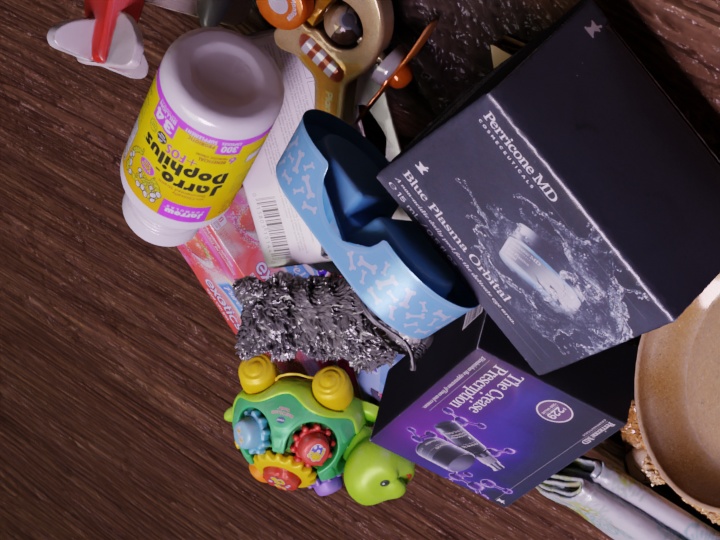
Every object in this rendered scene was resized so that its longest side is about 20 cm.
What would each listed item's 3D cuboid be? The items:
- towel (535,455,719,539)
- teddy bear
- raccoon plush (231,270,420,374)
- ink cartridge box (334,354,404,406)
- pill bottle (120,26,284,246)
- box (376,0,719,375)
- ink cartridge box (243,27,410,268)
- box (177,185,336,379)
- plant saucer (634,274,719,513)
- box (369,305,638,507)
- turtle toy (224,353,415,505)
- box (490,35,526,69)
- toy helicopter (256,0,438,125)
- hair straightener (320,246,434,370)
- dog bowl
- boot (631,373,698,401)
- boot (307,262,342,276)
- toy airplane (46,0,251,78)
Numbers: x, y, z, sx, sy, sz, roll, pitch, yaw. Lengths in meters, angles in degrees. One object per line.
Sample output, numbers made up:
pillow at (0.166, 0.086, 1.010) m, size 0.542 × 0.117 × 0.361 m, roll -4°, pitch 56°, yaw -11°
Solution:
towel at (0.239, 0.215, 1.510) m, size 0.199 × 0.048 × 0.171 m, roll 32°, pitch 175°, yaw -11°
teddy bear at (0.278, 0.169, 1.418) m, size 0.199 × 0.145 × 0.067 m, roll 31°, pitch 106°, yaw 23°
raccoon plush at (-0.033, 0.030, 1.493) m, size 0.200 × 0.132 × 0.098 m, roll 137°, pitch 131°, yaw -72°
ink cartridge box at (0.070, 0.110, 1.694) m, size 0.199 × 0.076 × 0.137 m, roll 26°, pitch 147°, yaw 35°
pill bottle at (-0.140, -0.104, 1.494) m, size 0.104 × 0.104 × 0.200 m, roll 43°, pitch 142°, yaw 8°
box at (0.142, -0.052, 1.257) m, size 0.197 × 0.117 × 0.200 m, roll 50°, pitch 154°, yaw -4°
ink cartridge box at (-0.029, -0.109, 1.514) m, size 0.175 × 0.045 × 0.202 m, roll -5°, pitch 107°, yaw 35°
box at (-0.086, 0.002, 1.754) m, size 0.094 × 0.103 × 0.201 m, roll -3°, pitch 123°, yaw 56°
plant saucer at (0.276, 0.071, 1.254) m, size 0.035 × 0.203 × 0.199 m, roll 12°, pitch 176°, yaw -36°
box at (0.115, 0.102, 1.459) m, size 0.140 × 0.079 × 0.200 m, roll 24°, pitch 146°, yaw -13°
turtle toy at (-0.040, 0.162, 1.707) m, size 0.198 × 0.102 × 0.146 m, roll 10°, pitch 152°, yaw 17°
box at (0.173, -0.068, 1.346) m, size 0.163 × 0.021 × 0.201 m, roll 30°, pitch 150°, yaw 34°
toy helicopter at (-0.010, -0.157, 1.418) m, size 0.131 × 0.079 × 0.202 m, roll 22°, pitch 133°, yaw 20°
hair straightener at (0.000, 0.000, 1.407) m, size 0.041 × 0.076 × 0.201 m, roll -59°, pitch 41°, yaw 37°
dog bowl at (0.009, -0.032, 1.347) m, size 0.050 × 0.111 × 0.201 m, roll -44°, pitch 68°, yaw 21°
boot at (0.301, 0.122, 1.349) m, size 0.145 × 0.071 × 0.201 m, roll 57°, pitch 147°, yaw -4°
boot at (0.014, -0.036, 1.584) m, size 0.199 × 0.066 × 0.166 m, roll 27°, pitch 153°, yaw 41°
toy airplane at (-0.180, -0.256, 1.440) m, size 0.140 × 0.200 × 0.200 m, roll -16°, pitch 112°, yaw 38°
